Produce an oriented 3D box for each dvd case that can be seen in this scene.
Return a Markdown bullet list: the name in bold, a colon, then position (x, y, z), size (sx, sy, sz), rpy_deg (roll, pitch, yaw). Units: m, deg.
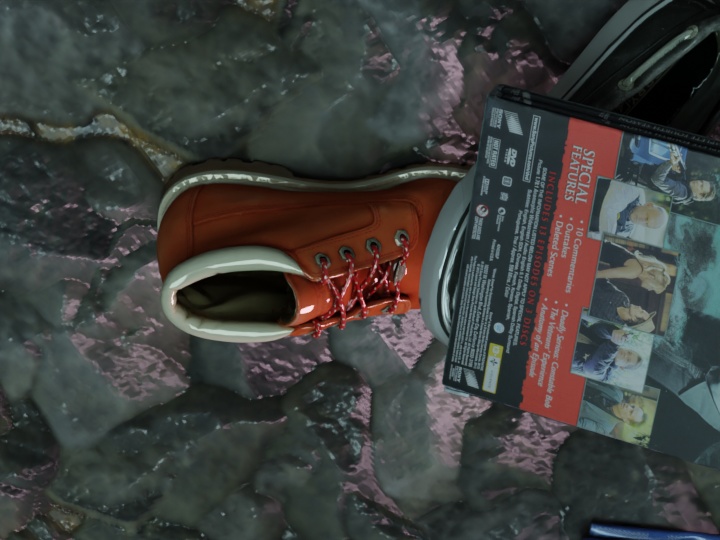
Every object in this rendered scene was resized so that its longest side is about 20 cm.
- **dvd case**: position (0.139, 0.012, 0.939), size (0.199, 0.022, 0.146), rpy_deg (16, 116, 19)

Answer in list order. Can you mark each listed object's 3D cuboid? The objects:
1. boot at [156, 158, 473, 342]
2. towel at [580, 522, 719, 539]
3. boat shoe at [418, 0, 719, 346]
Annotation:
- **boot**: position (0.000, 0.000, 1.038), size (0.199, 0.107, 0.075), rpy_deg (1, 116, 0)
- **towel**: position (0.178, 0.230, 1.200), size (0.146, 0.024, 0.201), rpy_deg (5, 119, -1)
- **boat shoe**: position (0.101, -0.042, 0.994), size (0.071, 0.064, 0.200), rpy_deg (34, 95, -30)
